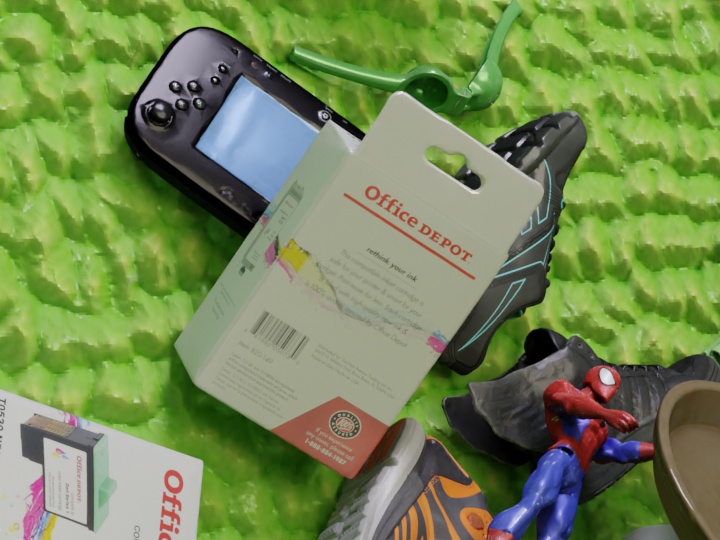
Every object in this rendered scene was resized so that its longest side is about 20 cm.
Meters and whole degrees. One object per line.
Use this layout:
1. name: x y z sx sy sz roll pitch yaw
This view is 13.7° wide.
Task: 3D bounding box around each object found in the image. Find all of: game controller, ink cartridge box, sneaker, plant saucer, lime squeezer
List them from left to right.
1. ink cartridge box: -0.187 0.145 1.540 0.199 0.084 0.146 21 57 -29
2. game controller: -0.042 -0.058 1.754 0.199 0.042 0.105 36 63 -7
3. ink cartridge box: 0.000 0.000 1.685 0.116 0.201 0.068 33 8 -21
4. sneaker: 0.027 0.182 1.690 0.112 0.077 0.200 42 50 -12
5. lime squeezer: 0.048 -0.130 1.883 0.199 0.038 0.071 -16 79 -40
6. sneaker: 0.085 -0.020 1.846 0.079 0.075 0.200 52 56 -18
7. sneaker: 0.141 0.073 1.841 0.199 0.060 0.105 -35 97 -39
8. plant saucer: 0.237 0.147 1.693 0.199 0.029 0.201 33 29 -21

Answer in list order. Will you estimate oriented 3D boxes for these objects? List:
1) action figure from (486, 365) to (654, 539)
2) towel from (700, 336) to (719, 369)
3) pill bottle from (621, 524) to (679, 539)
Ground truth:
1. action figure: 0.136 0.121 1.719 0.065 0.098 0.201 63 33 -31
2. towel: 0.308 0.112 1.963 0.201 0.031 0.149 56 35 1
3. pill bottle: 0.174 0.254 1.746 0.109 0.109 0.201 29 54 -23
